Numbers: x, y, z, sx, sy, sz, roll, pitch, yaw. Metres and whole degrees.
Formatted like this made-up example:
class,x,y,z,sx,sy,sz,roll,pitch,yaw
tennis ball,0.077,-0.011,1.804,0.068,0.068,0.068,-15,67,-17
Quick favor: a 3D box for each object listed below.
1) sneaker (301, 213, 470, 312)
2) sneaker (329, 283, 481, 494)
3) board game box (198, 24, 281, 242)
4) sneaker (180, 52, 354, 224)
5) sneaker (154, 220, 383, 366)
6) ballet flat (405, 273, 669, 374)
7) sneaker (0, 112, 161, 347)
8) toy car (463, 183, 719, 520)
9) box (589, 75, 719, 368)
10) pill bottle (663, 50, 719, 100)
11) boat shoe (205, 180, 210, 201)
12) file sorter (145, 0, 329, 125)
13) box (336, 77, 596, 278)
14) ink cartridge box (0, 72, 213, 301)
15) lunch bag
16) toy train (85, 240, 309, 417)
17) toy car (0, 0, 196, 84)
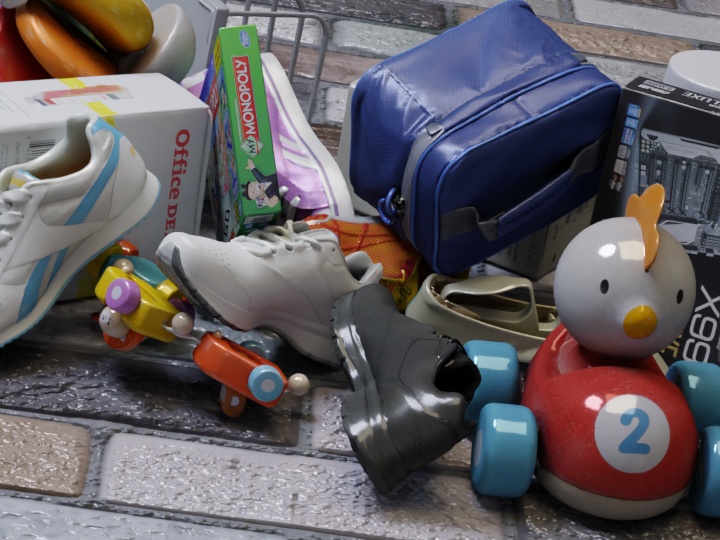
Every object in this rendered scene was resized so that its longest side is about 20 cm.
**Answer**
class,x,y,z,sx,sy,sz,roll,pitch,yaw
sneaker,0.000,0.000,1.674,0.200,0.073,0.077,-13,42,-36
sneaker,0.034,0.069,1.499,0.091,0.076,0.200,-24,33,8
board game box,-0.089,-0.084,1.631,0.029,0.135,0.200,-8,-10,-9
sneaker,-0.086,-0.075,1.765,0.114,0.073,0.201,-16,59,-25
sneaker,-0.063,0.000,1.552,0.074,0.087,0.200,39,11,37
ballet flat,0.133,0.040,1.641,0.199,0.070,0.070,10,25,-1
sneaker,-0.231,-0.022,1.534,0.200,0.081,0.076,-47,35,-17
toy car,0.173,0.043,1.488,0.184,0.201,0.177,6,25,-8
box,0.250,-0.025,1.665,0.157,0.201,0.050,19,21,17
pill bottle,0.264,-0.060,1.743,0.113,0.201,0.113,8,25,-4
boat shoe,-0.122,-0.098,1.837,0.199,0.067,0.074,5,25,-10
file sorter,-0.131,-0.198,1.968,0.124,0.139,0.200,-3,27,-32
box,0.095,-0.090,1.853,0.200,0.109,0.128,21,28,23
ink cartridge box,-0.218,-0.058,1.626,0.200,0.146,0.083,-8,29,-34
lunch bag,0.091,-0.091,1.661,0.200,0.136,0.132,-30,54,-24
toy train,-0.125,0.045,1.557,0.150,0.056,0.200,28,7,-23
toy car,-0.238,-0.178,1.727,0.175,0.150,0.200,38,-7,-26
